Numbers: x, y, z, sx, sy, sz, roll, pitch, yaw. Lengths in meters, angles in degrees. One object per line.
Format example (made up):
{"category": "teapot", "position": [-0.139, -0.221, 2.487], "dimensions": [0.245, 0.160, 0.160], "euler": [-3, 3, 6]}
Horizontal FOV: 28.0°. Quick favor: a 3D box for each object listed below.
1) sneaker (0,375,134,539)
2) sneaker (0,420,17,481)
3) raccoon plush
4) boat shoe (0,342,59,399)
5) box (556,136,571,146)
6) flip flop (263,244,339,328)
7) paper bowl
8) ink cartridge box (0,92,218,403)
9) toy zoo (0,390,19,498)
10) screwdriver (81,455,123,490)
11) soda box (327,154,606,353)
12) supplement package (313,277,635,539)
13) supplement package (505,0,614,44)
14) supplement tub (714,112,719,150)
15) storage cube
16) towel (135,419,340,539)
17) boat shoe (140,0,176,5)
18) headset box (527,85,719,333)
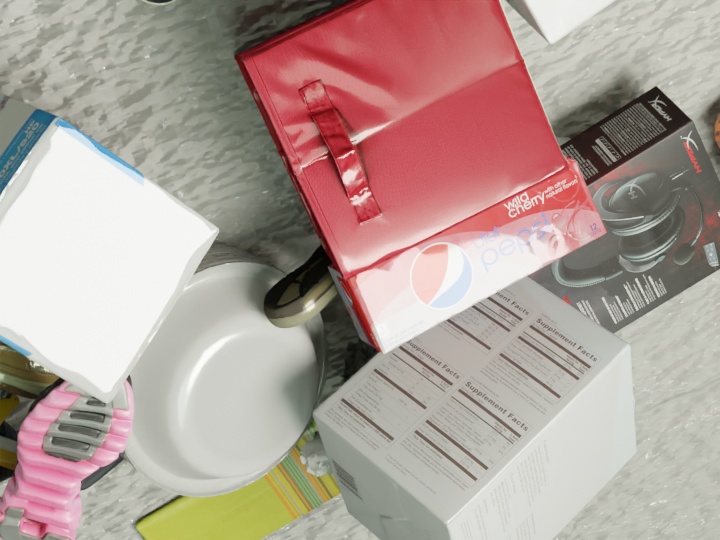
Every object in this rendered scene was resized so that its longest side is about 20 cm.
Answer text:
{"category": "sneaker", "position": [-0.227, 0.126, 1.116], "dimensions": [0.079, 0.096, 0.200], "euler": [24, 126, -15]}
{"category": "sneaker", "position": [-0.381, 0.143, 1.191], "dimensions": [0.199, 0.071, 0.082], "euler": [18, 142, -32]}
{"category": "raccoon plush", "position": [0.029, 0.134, 1.277], "dimensions": [0.200, 0.097, 0.134], "euler": [-41, 127, -20]}
{"category": "boat shoe", "position": [-0.239, 0.063, 1.181], "dimensions": [0.199, 0.072, 0.077], "euler": [15, 108, -38]}
{"category": "box", "position": [0.162, -0.019, 1.278], "dimensions": [0.038, 0.042, 0.201], "euler": [5, 119, -20]}
{"category": "flip flop", "position": [0.000, 0.000, 1.167], "dimensions": [0.081, 0.200, 0.058], "euler": [-17, 108, 44]}
{"category": "paper bowl", "position": [-0.114, 0.086, 1.175], "dimensions": [0.200, 0.104, 0.202], "euler": [-12, 112, -31]}
{"category": "ink cartridge box", "position": [-0.227, -0.026, 1.026], "dimensions": [0.147, 0.200, 0.145], "euler": [35, 84, -31]}
{"category": "toy zoo", "position": [-0.313, 0.138, 1.172], "dimensions": [0.199, 0.132, 0.020], "euler": [27, 153, -30]}
{"category": "screwdriver", "position": [-0.284, 0.211, 1.271], "dimensions": [0.200, 0.029, 0.028], "euler": [-40, 124, 1]}
{"category": "soda box", "position": [0.081, -0.015, 1.094], "dimensions": [0.199, 0.063, 0.070], "euler": [-28, 103, -10]}
{"category": "supplement package", "position": [0.095, 0.128, 1.140], "dimensions": [0.200, 0.150, 0.152], "euler": [-41, 144, -20]}
{"category": "supplement package", "position": [0.122, -0.289, 1.001], "dimensions": [0.150, 0.200, 0.152], "euler": [-35, 125, 4]}
{"category": "supplement tub", "position": [0.399, -0.075, 1.275], "dimensions": [0.122, 0.123, 0.200], "euler": [-39, 125, 7]}
{"category": "storage cube", "position": [0.025, -0.117, 1.058], "dimensions": [0.179, 0.200, 0.172], "euler": [-26, 101, -3]}
{"category": "towel", "position": [-0.104, 0.213, 1.346], "dimensions": [0.199, 0.018, 0.086], "euler": [-30, 119, 2]}
{"category": "boat shoe", "position": [-0.141, -0.277, 1.005], "dimensions": [0.074, 0.062, 0.201], "euler": [-4, 123, -18]}
{"category": "headset box", "position": [0.203, -0.033, 1.212], "dimensions": [0.199, 0.077, 0.149], "euler": [-31, 123, 2]}
